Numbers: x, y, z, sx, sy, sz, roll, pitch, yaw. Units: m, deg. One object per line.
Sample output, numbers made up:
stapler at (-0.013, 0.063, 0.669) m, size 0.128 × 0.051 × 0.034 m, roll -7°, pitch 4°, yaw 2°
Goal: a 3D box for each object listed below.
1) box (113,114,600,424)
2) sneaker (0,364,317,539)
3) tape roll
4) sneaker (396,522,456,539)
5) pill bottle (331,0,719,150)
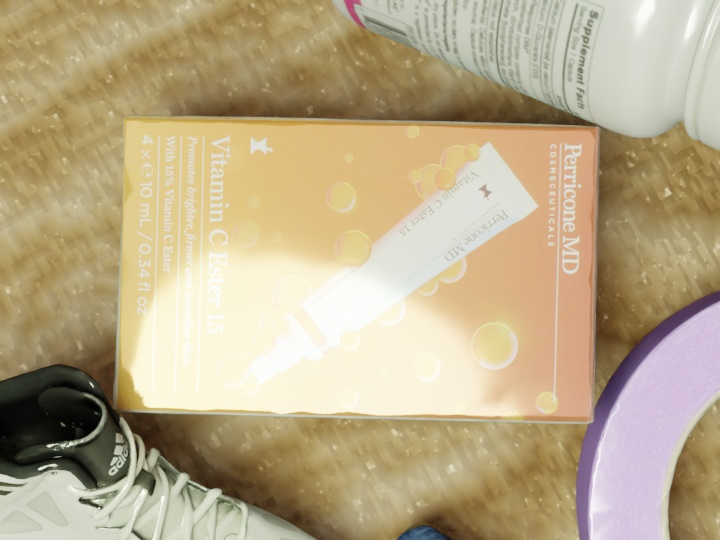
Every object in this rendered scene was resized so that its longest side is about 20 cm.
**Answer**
box at (0.000, 0.000, 0.774) m, size 0.199 × 0.097 × 0.125 m, roll 1°, pitch 89°, yaw 2°
sneaker at (-0.089, 0.104, 0.727) m, size 0.199 × 0.115 × 0.076 m, roll 18°, pitch 61°, yaw -2°
tape roll at (0.196, 0.103, 0.782) m, size 0.199 × 0.066 × 0.201 m, roll 0°, pitch 89°, yaw 3°
sneaker at (0.069, 0.205, 0.781) m, size 0.088 × 0.075 × 0.200 m, roll -40°, pitch 88°, yaw 2°
pill bottle at (0.095, -0.123, 0.735) m, size 0.199 × 0.113 × 0.114 m, roll 25°, pitch 91°, yaw 22°
